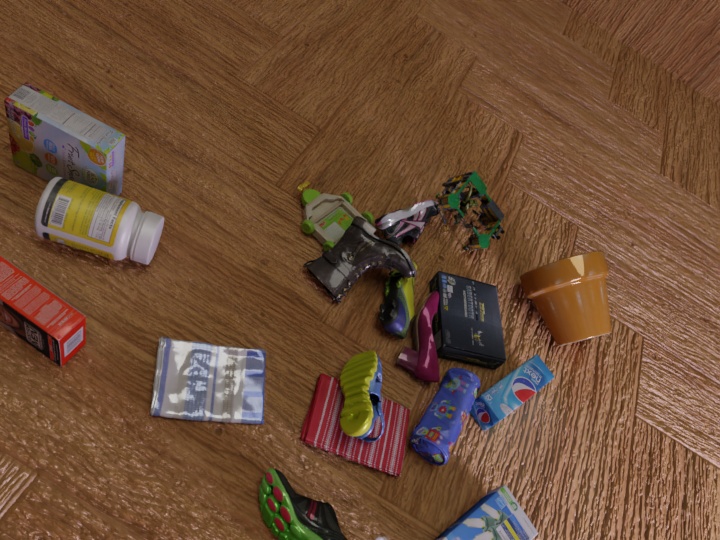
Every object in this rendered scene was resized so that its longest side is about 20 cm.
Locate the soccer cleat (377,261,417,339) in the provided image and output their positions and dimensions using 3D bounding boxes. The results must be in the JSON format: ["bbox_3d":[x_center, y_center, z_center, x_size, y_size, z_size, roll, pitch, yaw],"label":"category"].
[{"bbox_3d":[0.091,0.063,1.311,0.084,0.064,0.201,49,40,-27],"label":"soccer cleat"}]

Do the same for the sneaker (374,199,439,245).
[{"bbox_3d":[0.118,-0.107,1.435,0.199,0.080,0.087,-22,92,-37],"label":"sneaker"}]

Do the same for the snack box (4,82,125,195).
[{"bbox_3d":[-0.550,-0.227,1.127,0.199,0.169,0.068,26,51,-6],"label":"snack box"}]

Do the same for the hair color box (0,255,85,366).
[{"bbox_3d":[-0.546,0.059,0.975,0.199,0.102,0.061,35,50,2],"label":"hair color box"}]

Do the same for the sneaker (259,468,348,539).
[{"bbox_3d":[-0.090,0.407,0.979,0.200,0.077,0.084,47,26,12],"label":"sneaker"}]

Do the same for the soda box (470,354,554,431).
[{"bbox_3d":[0.318,0.256,1.266,0.199,0.068,0.064,-25,70,-36],"label":"soda box"}]

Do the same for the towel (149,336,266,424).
[{"bbox_3d":[-0.265,0.195,1.064,0.198,0.024,0.148,10,55,-19],"label":"towel"}]

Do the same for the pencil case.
[{"bbox_3d":[0.165,0.281,1.172,0.086,0.079,0.200,9,43,31],"label":"pencil case"}]

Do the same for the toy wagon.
[{"bbox_3d":[-0.068,-0.122,1.367,0.200,0.040,0.155,43,50,8],"label":"toy wagon"}]

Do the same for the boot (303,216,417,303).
[{"bbox_3d":[0.000,0.000,1.274,0.200,0.069,0.174,38,77,9],"label":"boot"}]

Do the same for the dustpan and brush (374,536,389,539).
[{"bbox_3d":[0.058,0.516,0.954,0.200,0.140,0.057,40,5,-35],"label":"dustpan and brush"}]

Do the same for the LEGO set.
[{"bbox_3d":[0.256,-0.145,1.497,0.200,0.116,0.154,41,68,-23],"label":"LEGO set"}]

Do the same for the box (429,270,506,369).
[{"bbox_3d":[0.238,0.109,1.342,0.156,0.051,0.201,15,52,-16],"label":"box"}]

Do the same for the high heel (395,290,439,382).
[{"bbox_3d":[0.152,0.139,1.269,0.096,0.068,0.201,25,65,5],"label":"high heel"}]

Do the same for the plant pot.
[{"bbox_3d":[0.499,0.074,1.414,0.199,0.200,0.185,-8,77,-29],"label":"plant pot"}]

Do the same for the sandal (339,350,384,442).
[{"bbox_3d":[0.008,0.237,1.116,0.087,0.079,0.201,56,28,-34],"label":"sandal"}]

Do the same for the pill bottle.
[{"bbox_3d":[-0.474,-0.086,1.101,0.198,0.114,0.115,19,51,-13],"label":"pill bottle"}]

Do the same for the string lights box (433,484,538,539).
[{"bbox_3d":[0.212,0.483,1.064,0.199,0.059,0.103,-24,71,-35],"label":"string lights box"}]

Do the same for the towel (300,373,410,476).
[{"bbox_3d":[-0.006,0.288,1.123,0.199,0.023,0.145,24,49,-11],"label":"towel"}]
